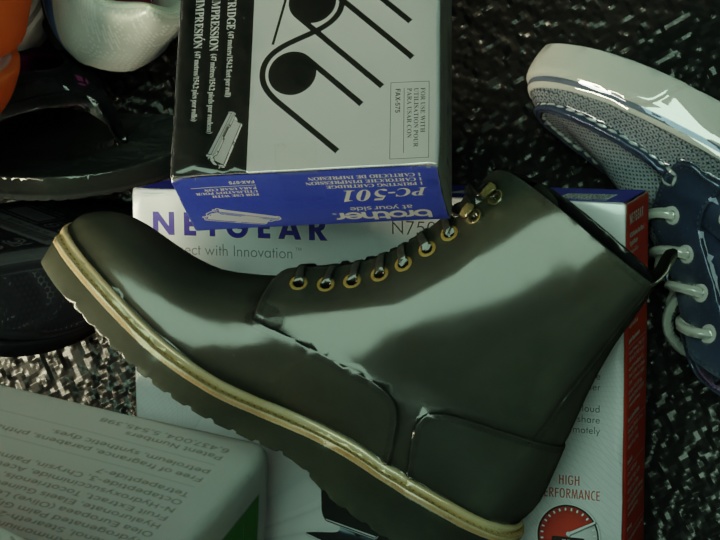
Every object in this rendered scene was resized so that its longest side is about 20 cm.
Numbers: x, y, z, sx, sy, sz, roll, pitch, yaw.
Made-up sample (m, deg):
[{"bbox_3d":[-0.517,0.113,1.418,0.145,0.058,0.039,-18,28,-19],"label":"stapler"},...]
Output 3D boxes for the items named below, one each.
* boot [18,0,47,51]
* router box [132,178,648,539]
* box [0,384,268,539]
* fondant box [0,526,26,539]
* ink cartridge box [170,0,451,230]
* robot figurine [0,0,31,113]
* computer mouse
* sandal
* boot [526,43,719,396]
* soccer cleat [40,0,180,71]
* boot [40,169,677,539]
[{"bbox_3d":[-0.167,-0.199,0.912,0.073,0.096,0.202,0,80,15],"label":"boot"},{"bbox_3d":[0.010,0.057,0.811,0.198,0.049,0.181,2,98,18],"label":"router box"},{"bbox_3d":[-0.153,0.164,0.765,0.198,0.171,0.201,11,113,17],"label":"box"},{"bbox_3d":[-0.161,0.161,0.638,0.143,0.058,0.201,25,114,9],"label":"fondant box"},{"bbox_3d":[-0.015,-0.115,0.744,0.093,0.044,0.202,-2,66,8],"label":"ink cartridge box"},{"bbox_3d":[-0.179,-0.128,0.791,0.143,0.116,0.201,33,121,38],"label":"robot figurine"},{"bbox_3d":[-0.174,0.011,0.849,0.138,0.199,0.053,20,114,51],"label":"computer mouse"},{"bbox_3d":[-0.160,-0.067,0.881,0.199,0.075,0.048,9,122,26],"label":"sandal"},{"bbox_3d":[0.135,-0.008,0.806,0.199,0.073,0.091,30,83,17],"label":"boot"},{"bbox_3d":[-0.109,-0.182,0.837,0.086,0.069,0.202,-12,96,56],"label":"soccer cleat"},{"bbox_3d":[0.000,0.000,0.749,0.199,0.077,0.139,32,102,-2],"label":"boot"}]
